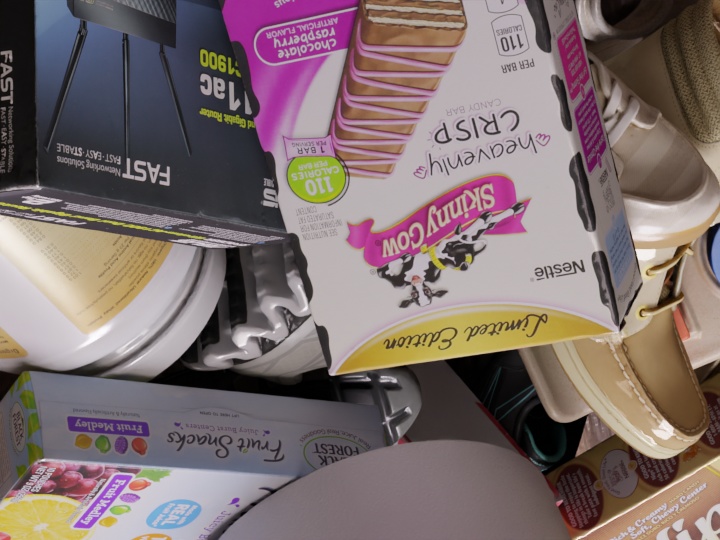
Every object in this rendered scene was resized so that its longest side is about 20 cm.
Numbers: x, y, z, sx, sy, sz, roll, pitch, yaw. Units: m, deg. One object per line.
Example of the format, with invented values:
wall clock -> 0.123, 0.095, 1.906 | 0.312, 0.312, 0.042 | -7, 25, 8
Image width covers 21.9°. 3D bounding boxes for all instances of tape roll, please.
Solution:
tape roll -> 0.027, 0.201, 0.936 | 0.202, 0.140, 0.203 | -13, 140, -11

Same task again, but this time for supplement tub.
supplement tub -> -0.162, -0.041, 0.866 | 0.144, 0.145, 0.200 | -27, 137, 10

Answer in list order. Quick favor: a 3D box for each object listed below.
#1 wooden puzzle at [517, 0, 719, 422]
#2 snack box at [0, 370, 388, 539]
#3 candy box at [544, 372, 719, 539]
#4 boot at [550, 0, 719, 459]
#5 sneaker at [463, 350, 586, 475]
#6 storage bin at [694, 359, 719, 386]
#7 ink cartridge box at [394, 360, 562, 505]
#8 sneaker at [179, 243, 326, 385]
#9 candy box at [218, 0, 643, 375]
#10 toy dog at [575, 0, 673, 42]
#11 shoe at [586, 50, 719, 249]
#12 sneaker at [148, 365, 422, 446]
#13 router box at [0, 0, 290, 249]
wooden puzzle -> 0.157, -0.036, 0.977 | 0.199, 0.046, 0.186 | -24, 97, 4
snack box -> -0.102, 0.115, 0.940 | 0.199, 0.053, 0.142 | 8, 143, -33
candy box -> 0.219, 0.116, 1.085 | 0.200, 0.055, 0.115 | -32, 136, 16
boot -> 0.157, -0.018, 0.896 | 0.155, 0.201, 0.073 | -25, 180, 35
sneaker -> 0.083, 0.105, 1.137 | 0.075, 0.079, 0.200 | 1, 136, -25
storage bin -> 0.283, 0.025, 1.122 | 0.199, 0.094, 0.199 | 10, 130, -26
ink cartridge box -> 0.003, 0.156, 1.112 | 0.083, 0.145, 0.200 | -18, 148, -49
sneaker -> 0.000, 0.000, 0.909 | 0.200, 0.075, 0.081 | -28, 139, 34
candy box -> 0.028, -0.065, 0.780 | 0.136, 0.061, 0.201 | -10, 108, 23
toy dog -> 0.078, -0.192, 0.850 | 0.199, 0.096, 0.132 | 7, 125, -42
shoe -> 0.070, -0.071, 0.826 | 0.199, 0.070, 0.053 | 26, 154, 7
sneaker -> -0.060, 0.072, 1.041 | 0.199, 0.079, 0.076 | -10, 109, 17
router box -> -0.095, -0.093, 0.778 | 0.062, 0.151, 0.200 | -5, 173, 31
